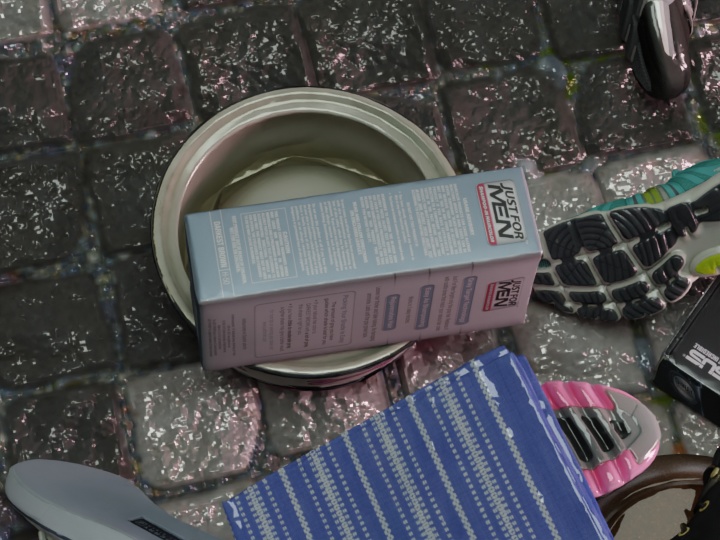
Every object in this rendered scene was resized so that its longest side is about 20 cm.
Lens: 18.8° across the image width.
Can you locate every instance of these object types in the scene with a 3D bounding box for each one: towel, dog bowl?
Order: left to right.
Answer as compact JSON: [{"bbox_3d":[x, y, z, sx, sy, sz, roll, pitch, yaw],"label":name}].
[{"bbox_3d":[-0.033,-0.013,1.375,0.199,0.074,0.201,1,65,-3],"label":"dog bowl"},{"bbox_3d":[0.033,0.149,1.242,0.199,0.024,0.145,-29,70,6],"label":"towel"}]

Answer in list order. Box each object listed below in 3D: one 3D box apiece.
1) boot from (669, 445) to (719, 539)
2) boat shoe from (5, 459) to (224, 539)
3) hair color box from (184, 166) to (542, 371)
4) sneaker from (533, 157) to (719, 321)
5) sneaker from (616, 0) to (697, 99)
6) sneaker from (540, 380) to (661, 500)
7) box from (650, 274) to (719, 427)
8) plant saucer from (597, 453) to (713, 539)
[{"bbox_3d":[0.188,0.163,1.265,0.199,0.073,0.151,7,42,34],"label":"boot"},{"bbox_3d":[-0.138,0.181,1.280,0.201,0.074,0.086,22,108,32],"label":"boat shoe"},{"bbox_3d":[0.000,0.000,1.276,0.199,0.099,0.061,-8,65,-6],"label":"hair color box"},{"bbox_3d":[0.200,-0.026,1.381,0.199,0.080,0.078,-18,109,15],"label":"sneaker"},{"bbox_3d":[0.230,-0.212,1.478,0.115,0.075,0.201,-6,65,-7],"label":"sneaker"},{"bbox_3d":[0.085,0.130,1.297,0.199,0.095,0.079,-21,65,4],"label":"sneaker"},{"bbox_3d":[0.310,0.058,1.372,0.200,0.044,0.160,34,68,13],"label":"box"},{"bbox_3d":[0.202,0.201,1.310,0.199,0.032,0.201,0,65,-1],"label":"plant saucer"}]
